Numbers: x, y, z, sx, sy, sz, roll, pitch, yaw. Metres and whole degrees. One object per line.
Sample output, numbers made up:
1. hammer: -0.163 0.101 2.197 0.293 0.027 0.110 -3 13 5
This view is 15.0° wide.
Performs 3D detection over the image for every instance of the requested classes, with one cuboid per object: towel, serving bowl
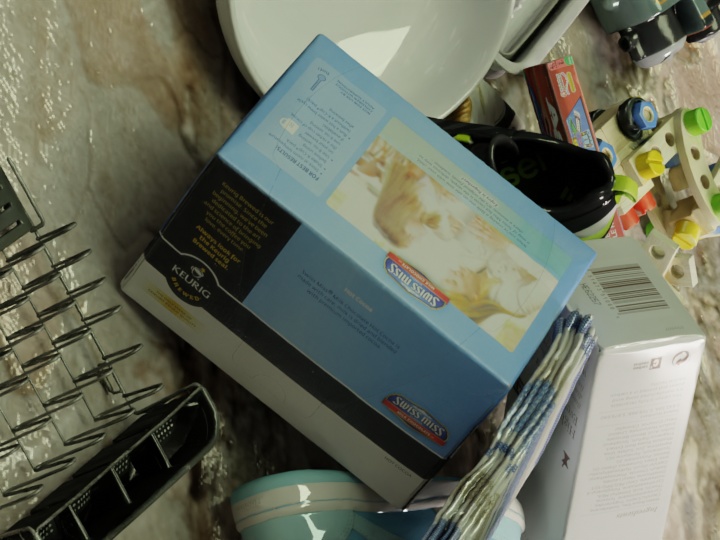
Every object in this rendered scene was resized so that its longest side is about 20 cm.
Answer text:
1. towel: 0.061 0.126 1.437 0.024 0.147 0.200 29 56 9
2. serving bowl: -0.005 -0.178 1.615 0.199 0.066 0.201 -7 104 -30

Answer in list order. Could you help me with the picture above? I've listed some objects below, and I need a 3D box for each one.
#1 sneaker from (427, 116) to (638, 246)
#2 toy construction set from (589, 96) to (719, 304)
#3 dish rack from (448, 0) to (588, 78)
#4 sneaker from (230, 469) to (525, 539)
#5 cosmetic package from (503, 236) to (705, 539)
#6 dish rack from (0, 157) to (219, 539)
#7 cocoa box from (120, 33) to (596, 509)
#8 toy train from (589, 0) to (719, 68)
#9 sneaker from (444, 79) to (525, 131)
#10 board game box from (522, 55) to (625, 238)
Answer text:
1. sneaker: 0.059 -0.064 1.554 0.199 0.083 0.072 9 68 -3
2. toy construction set: 0.188 -0.043 1.807 0.132 0.092 0.200 60 29 -12
3. dish rack: 0.073 -0.219 1.759 0.172 0.043 0.200 53 37 -12
4. sneaker: 0.017 0.183 1.518 0.199 0.079 0.131 6 68 -37
5. cosmetic package: 0.134 0.090 1.582 0.074 0.201 0.102 -7 38 -20
6. dish rack: -0.171 0.040 1.378 0.153 0.054 0.201 -41 106 -50
7. cocoa box: 0.000 0.000 1.480 0.200 0.131 0.134 38 44 -1
8. toy train: 0.184 -0.239 1.889 0.114 0.085 0.201 -35 104 -37
9. sneaker: 0.070 -0.031 1.668 0.088 0.075 0.201 32 53 -39
10. board game box: 0.141 -0.030 1.653 0.103 0.019 0.201 -164 -123 -84
